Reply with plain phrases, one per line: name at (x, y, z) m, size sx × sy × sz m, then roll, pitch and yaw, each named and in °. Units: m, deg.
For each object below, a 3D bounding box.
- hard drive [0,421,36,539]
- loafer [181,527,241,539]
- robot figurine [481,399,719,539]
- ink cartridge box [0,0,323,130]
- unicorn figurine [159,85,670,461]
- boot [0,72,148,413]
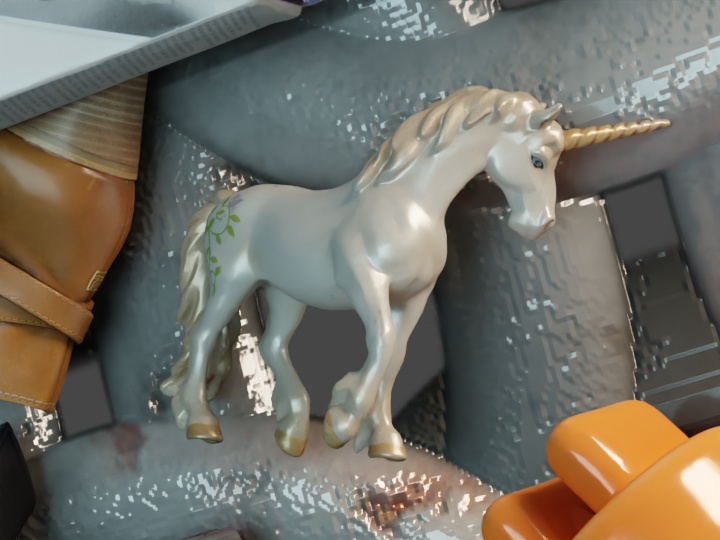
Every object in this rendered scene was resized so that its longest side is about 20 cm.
hard drive at (-0.219, 0.147, 1.088) m, size 0.200 × 0.135 × 0.042 m, roll -33°, pitch 105°, yaw 23°
loafer at (-0.125, 0.164, 1.073) m, size 0.200 × 0.072 × 0.063 m, roll -26°, pitch 83°, yaw 20°
robot figurine at (0.133, 0.132, 0.921) m, size 0.144 × 0.117 × 0.200 m, roll -39°, pitch 71°, yaw -13°
ink cartridge box at (-0.106, -0.171, 1.045) m, size 0.199 × 0.041 × 0.200 m, roll -21°, pitch 79°, yaw 2°
unicorn figurine at (0.000, 0.000, 1.007) m, size 0.199 × 0.074 × 0.138 m, roll 4°, pitch 80°, yaw 31°
boot at (-0.186, -0.036, 1.098) m, size 0.199 × 0.074 × 0.155 m, roll 16°, pitch 94°, yaw 24°
